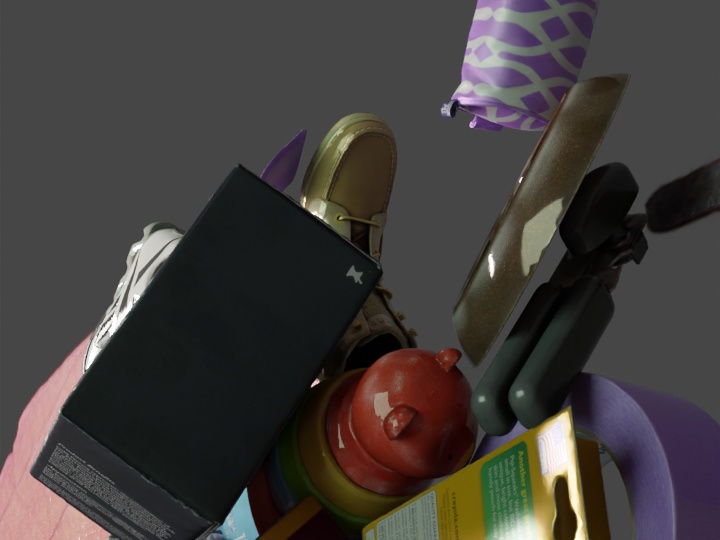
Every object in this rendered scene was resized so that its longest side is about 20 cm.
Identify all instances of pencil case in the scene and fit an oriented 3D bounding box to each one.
[{"bbox_3d":[0.119,-0.188,1.110,0.085,0.083,0.202,-177,103,-82],"label":"pencil case"}]

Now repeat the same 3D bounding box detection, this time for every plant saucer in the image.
[{"bbox_3d":[0.104,-0.036,1.004,0.202,0.032,0.200,-63,-2,-3],"label":"plant saucer"}]

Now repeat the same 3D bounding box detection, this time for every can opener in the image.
[{"bbox_3d":[0.116,0.016,0.967,0.052,0.067,0.201,-14,31,39],"label":"can opener"}]

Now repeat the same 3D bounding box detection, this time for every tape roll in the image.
[{"bbox_3d":[0.132,0.163,0.942,0.200,0.065,0.202,-32,51,49],"label":"tape roll"}]

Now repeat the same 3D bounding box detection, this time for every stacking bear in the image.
[{"bbox_3d":[0.009,0.113,1.054,0.121,0.114,0.200,-41,-3,-34],"label":"stacking bear"}]

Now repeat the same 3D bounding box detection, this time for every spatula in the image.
[{"bbox_3d":[-0.059,-0.025,1.290,0.020,0.057,0.201,26,142,26],"label":"spatula"}]

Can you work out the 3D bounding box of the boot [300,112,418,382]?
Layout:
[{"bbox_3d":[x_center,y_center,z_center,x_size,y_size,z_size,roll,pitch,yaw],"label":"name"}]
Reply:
[{"bbox_3d":[0.000,0.000,1.217,0.156,0.072,0.202,53,127,57],"label":"boot"}]

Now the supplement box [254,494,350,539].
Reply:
[{"bbox_3d":[-0.017,0.258,1.022,0.200,0.085,0.110,50,129,6],"label":"supplement box"}]

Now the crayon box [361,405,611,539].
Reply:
[{"bbox_3d":[0.078,0.173,0.913,0.200,0.051,0.127,-39,46,46],"label":"crayon box"}]

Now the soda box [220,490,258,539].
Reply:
[{"bbox_3d":[-0.084,0.113,1.243,0.067,0.064,0.202,-26,74,25],"label":"soda box"}]

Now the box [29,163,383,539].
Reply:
[{"bbox_3d":[-0.105,0.069,1.080,0.201,0.123,0.197,-57,6,-24],"label":"box"}]

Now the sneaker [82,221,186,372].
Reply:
[{"bbox_3d":[-0.199,0.058,1.525,0.088,0.074,0.202,24,98,61],"label":"sneaker"}]

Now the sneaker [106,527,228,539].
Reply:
[{"bbox_3d":[-0.136,0.249,1.262,0.199,0.079,0.131,-23,-60,-74],"label":"sneaker"}]
